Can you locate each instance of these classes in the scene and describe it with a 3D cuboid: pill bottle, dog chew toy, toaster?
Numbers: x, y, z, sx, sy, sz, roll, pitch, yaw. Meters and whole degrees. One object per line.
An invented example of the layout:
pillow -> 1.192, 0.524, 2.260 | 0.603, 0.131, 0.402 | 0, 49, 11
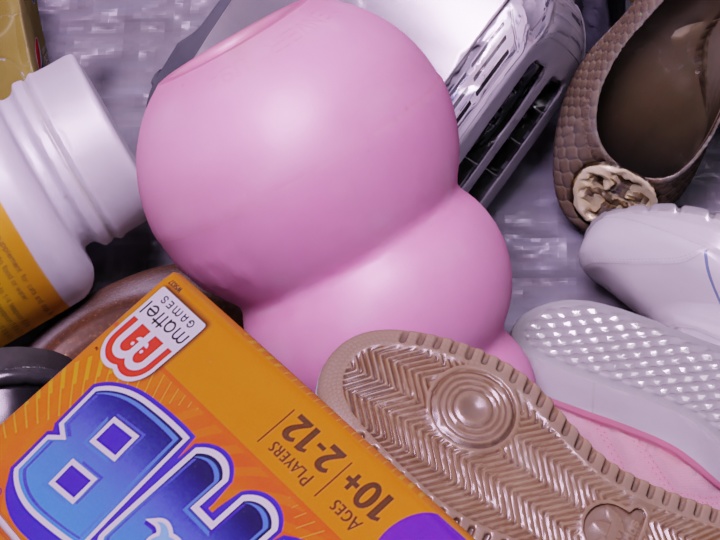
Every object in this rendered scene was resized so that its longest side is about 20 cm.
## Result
pill bottle -> -0.188, -0.009, 1.001 | 0.199, 0.109, 0.110 | -30, 64, -2
dog chew toy -> 0.000, 0.000, 0.907 | 0.124, 0.124, 0.201 | -31, 100, -10
toaster -> 0.003, -0.081, 1.016 | 0.129, 0.114, 0.200 | 38, 94, 18

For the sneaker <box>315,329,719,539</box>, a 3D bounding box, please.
sneaker -> 0.064, 0.103, 0.866 | 0.199, 0.109, 0.070 | 30, 61, 3

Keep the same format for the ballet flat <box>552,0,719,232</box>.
ballet flat -> 0.136, -0.090, 0.986 | 0.067, 0.200, 0.046 | 22, 32, -12

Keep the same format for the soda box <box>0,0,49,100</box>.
soda box -> -0.242, -0.090, 1.068 | 0.199, 0.064, 0.068 | -10, 103, 0

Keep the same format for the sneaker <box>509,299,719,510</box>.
sneaker -> 0.140, 0.091, 0.924 | 0.200, 0.105, 0.075 | 24, 36, 37

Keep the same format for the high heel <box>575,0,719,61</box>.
high heel -> 0.180, -0.117, 1.012 | 0.199, 0.143, 0.072 | 16, 63, 13

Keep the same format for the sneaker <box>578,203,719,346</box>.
sneaker -> 0.167, 0.042, 0.977 | 0.200, 0.075, 0.087 | 34, 81, 22

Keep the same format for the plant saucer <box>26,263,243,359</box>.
plant saucer -> -0.082, 0.082, 0.970 | 0.199, 0.037, 0.201 | -8, 65, 17

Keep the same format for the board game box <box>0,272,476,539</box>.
board game box -> -0.042, 0.168, 0.786 | 0.200, 0.200, 0.200 | -42, 43, -9

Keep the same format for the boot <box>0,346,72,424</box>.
boot -> -0.157, 0.145, 0.913 | 0.211, 0.079, 0.158 | -45, 56, 29
